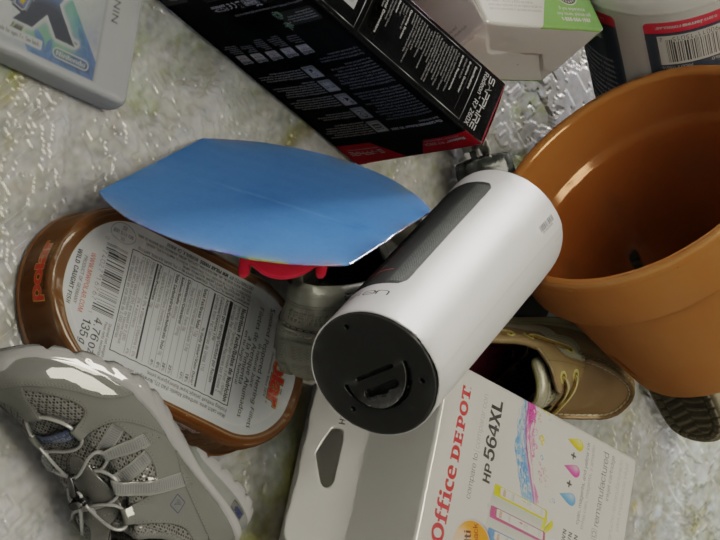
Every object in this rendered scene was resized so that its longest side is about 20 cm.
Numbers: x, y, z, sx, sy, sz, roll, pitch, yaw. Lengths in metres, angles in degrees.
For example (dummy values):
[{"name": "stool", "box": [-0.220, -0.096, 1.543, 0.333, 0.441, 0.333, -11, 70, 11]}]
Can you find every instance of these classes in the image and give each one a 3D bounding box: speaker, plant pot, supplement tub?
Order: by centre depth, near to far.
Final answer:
[{"name": "speaker", "box": [0.047, 0.017, 1.604, 0.081, 0.081, 0.200, 62, 35, -14]}, {"name": "plant pot", "box": [0.206, -0.015, 1.759, 0.140, 0.200, 0.200, 56, 48, -34]}, {"name": "supplement tub", "box": [0.224, -0.150, 1.866, 0.140, 0.140, 0.200, -54, 142, -36]}]

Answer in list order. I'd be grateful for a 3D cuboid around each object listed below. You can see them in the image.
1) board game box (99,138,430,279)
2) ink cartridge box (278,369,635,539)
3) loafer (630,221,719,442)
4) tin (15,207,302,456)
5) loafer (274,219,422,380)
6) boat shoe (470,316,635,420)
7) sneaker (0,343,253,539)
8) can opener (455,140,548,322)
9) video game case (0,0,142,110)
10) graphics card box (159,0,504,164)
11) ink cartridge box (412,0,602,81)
[{"name": "board game box", "box": [-0.055, -0.024, 1.602, 0.200, 0.158, 0.039, -35, 138, -61]}, {"name": "ink cartridge box", "box": [0.051, 0.146, 1.682, 0.200, 0.125, 0.129, 29, 62, -37]}, {"name": "loafer", "box": [0.216, 0.021, 1.908, 0.068, 0.076, 0.200, -40, 115, -44]}, {"name": "tin", "box": [-0.114, 0.037, 1.613, 0.200, 0.042, 0.112, 28, 67, -36]}, {"name": "loafer", "box": [0.000, 0.000, 1.671, 0.200, 0.070, 0.070, -57, 153, -62]}, {"name": "boat shoe", "box": [0.102, 0.068, 1.773, 0.200, 0.074, 0.066, 16, 30, -32]}, {"name": "sneaker", "box": [-0.139, 0.114, 1.543, 0.200, 0.075, 0.082, 42, 53, -30]}, {"name": "can opener", "box": [0.073, -0.057, 1.811, 0.066, 0.053, 0.200, -19, 93, -10]}, {"name": "video game case", "box": [-0.204, -0.211, 1.592, 0.200, 0.022, 0.183, 24, 65, -38]}, {"name": "graphics card box", "box": [-0.022, -0.143, 1.678, 0.200, 0.125, 0.051, 37, 64, -31]}, {"name": "ink cartridge box", "box": [0.063, -0.225, 1.794, 0.117, 0.067, 0.200, -1, 61, -44]}]
